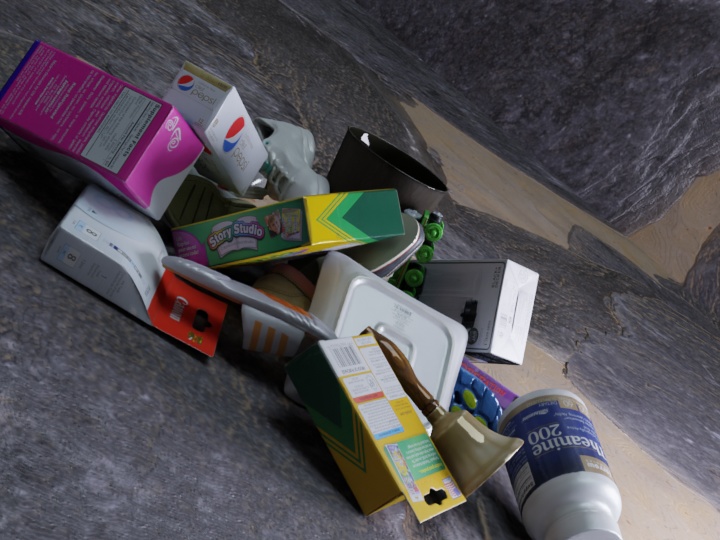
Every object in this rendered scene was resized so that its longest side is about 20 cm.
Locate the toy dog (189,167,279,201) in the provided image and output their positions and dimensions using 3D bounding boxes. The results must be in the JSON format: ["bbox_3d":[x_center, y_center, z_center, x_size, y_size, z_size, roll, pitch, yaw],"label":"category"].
[{"bbox_3d":[-0.158,-0.143,1.892,0.130,0.098,0.200,6,2,12],"label":"toy dog"}]

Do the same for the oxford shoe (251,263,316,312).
[{"bbox_3d":[-0.049,0.081,1.630,0.200,0.071,0.074,40,42,11],"label":"oxford shoe"}]

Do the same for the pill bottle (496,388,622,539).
[{"bbox_3d":[0.224,0.236,1.609,0.110,0.111,0.201,26,30,-29],"label":"pill bottle"}]

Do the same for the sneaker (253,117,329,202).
[{"bbox_3d":[-0.097,-0.119,1.792,0.088,0.075,0.201,26,27,-29],"label":"sneaker"}]

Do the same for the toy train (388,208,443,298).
[{"bbox_3d":[0.043,0.015,1.737,0.056,0.202,0.042,22,17,-1],"label":"toy train"}]

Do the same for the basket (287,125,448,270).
[{"bbox_3d":[-0.002,-0.054,1.803,0.135,0.201,0.180,24,14,-28],"label":"basket"}]

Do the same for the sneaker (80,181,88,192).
[{"bbox_3d":[-0.282,-0.137,1.708,0.070,0.076,0.200,29,18,-20],"label":"sneaker"}]

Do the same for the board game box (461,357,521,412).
[{"bbox_3d":[0.181,0.175,1.770,0.199,0.032,0.120,35,-11,-5],"label":"board game box"}]

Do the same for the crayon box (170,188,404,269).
[{"bbox_3d":[-0.081,-0.043,1.625,0.172,0.199,0.059,-10,89,-53],"label":"crayon box"}]

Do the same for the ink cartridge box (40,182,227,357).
[{"bbox_3d":[-0.221,-0.003,1.510,0.199,0.047,0.160,31,16,-9],"label":"ink cartridge box"}]

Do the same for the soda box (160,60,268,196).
[{"bbox_3d":[-0.165,-0.157,1.648,0.068,0.064,0.200,28,-11,15],"label":"soda box"}]

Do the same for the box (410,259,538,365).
[{"bbox_3d":[0.114,0.048,1.764,0.060,0.118,0.199,21,-15,-40],"label":"box"}]

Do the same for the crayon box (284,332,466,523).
[{"bbox_3d":[0.016,0.164,1.450,0.201,0.051,0.125,60,22,12],"label":"crayon box"}]

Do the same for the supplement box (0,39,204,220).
[{"bbox_3d":[-0.285,-0.152,1.570,0.199,0.104,0.101,28,-12,22],"label":"supplement box"}]

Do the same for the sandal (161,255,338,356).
[{"bbox_3d":[-0.121,0.048,1.519,0.205,0.060,0.079,24,4,-2],"label":"sandal"}]

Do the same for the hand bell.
[{"bbox_3d":[0.067,0.140,1.529,0.200,0.104,0.104,48,18,6],"label":"hand bell"}]

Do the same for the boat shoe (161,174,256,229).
[{"bbox_3d":[-0.198,-0.075,1.727,0.068,0.075,0.200,21,-2,26],"label":"boat shoe"}]

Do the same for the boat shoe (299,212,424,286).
[{"bbox_3d":[0.000,0.000,1.699,0.062,0.199,0.072,34,34,-40],"label":"boat shoe"}]

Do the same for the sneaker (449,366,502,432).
[{"bbox_3d":[0.091,0.138,1.692,0.200,0.071,0.083,45,-16,-8],"label":"sneaker"}]

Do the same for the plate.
[{"bbox_3d":[0.028,0.094,1.591,0.198,0.032,0.201,30,51,-17],"label":"plate"}]
